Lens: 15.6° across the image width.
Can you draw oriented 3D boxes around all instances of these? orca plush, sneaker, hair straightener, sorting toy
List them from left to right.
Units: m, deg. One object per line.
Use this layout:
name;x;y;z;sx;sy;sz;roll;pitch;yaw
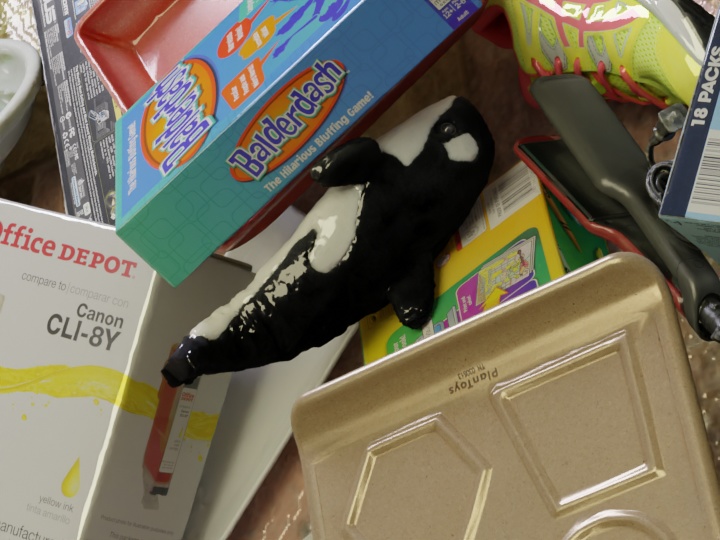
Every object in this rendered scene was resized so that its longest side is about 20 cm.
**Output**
orca plush;0.000;0.000;1.244;0.200;0.105;0.071;-34;58;-29
sorting toy;0.066;0.115;1.080;0.185;0.036;0.200;-25;61;24
sneaker;0.123;-0.109;1.303;0.090;0.078;0.200;-53;38;6
hair straightener;0.129;-0.036;1.195;0.200;0.041;0.077;-121;34;-49

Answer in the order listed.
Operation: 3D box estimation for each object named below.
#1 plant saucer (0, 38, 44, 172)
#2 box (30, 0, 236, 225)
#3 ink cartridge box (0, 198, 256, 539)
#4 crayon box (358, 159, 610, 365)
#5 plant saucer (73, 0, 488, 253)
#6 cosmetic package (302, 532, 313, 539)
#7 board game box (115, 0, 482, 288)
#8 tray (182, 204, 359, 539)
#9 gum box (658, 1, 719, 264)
plant saucer;-0.267;-0.062;1.554;0.200;0.050;0.200;-22;27;12
box;-0.104;-0.117;1.489;0.161;0.049;0.200;-30;55;25
ink cartridge box;-0.155;0.072;1.378;0.145;0.083;0.200;13;85;37
crayon box;0.065;0.044;1.235;0.119;0.058;0.200;-38;27;17
plant saucer;-0.038;-0.131;1.394;0.200;0.037;0.200;-44;50;11
cosmetic package;0.019;0.223;1.220;0.103;0.087;0.200;-42;51;16
board game box;-0.036;-0.098;1.281;0.200;0.045;0.152;-43;21;12
tray;-0.065;0.066;1.396;0.107;0.022;0.200;33;92;42
gum box;0.211;-0.065;1.130;0.045;0.200;0.170;8;75;36
